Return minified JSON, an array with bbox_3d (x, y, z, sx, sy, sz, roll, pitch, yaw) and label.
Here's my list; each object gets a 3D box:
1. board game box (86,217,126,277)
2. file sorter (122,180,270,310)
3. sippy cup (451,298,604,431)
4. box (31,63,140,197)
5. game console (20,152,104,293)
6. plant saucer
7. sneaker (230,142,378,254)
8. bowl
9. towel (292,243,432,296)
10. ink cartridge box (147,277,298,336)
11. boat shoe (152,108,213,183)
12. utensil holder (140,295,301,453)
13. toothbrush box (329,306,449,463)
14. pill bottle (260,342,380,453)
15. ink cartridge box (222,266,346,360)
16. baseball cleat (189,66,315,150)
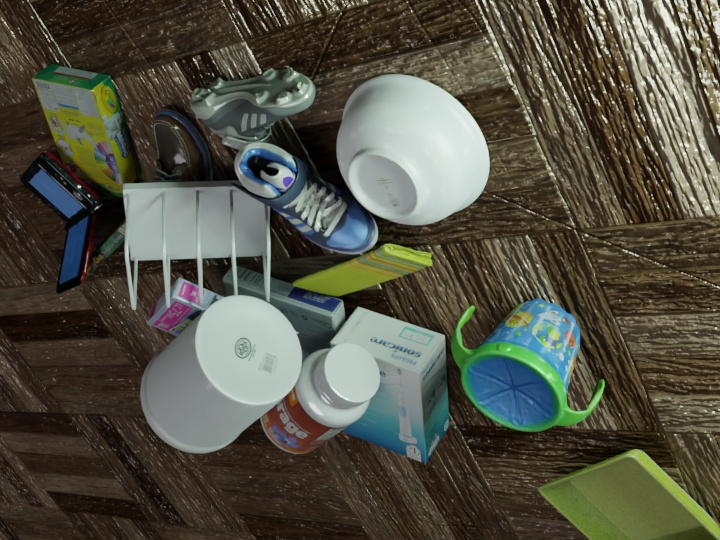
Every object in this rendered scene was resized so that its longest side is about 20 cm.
[{"bbox_3d":[-0.359,-0.062,1.640,0.023,0.105,0.200,41,141,-14],"label":"board game box"},{"bbox_3d":[-0.220,-0.030,1.482,0.199,0.125,0.139,-3,138,-8],"label":"file sorter"},{"bbox_3d":[0.213,0.110,1.362,0.139,0.130,0.178,-18,117,45],"label":"sippy cup"},{"bbox_3d":[-0.394,-0.198,1.580,0.117,0.048,0.200,15,134,25],"label":"box"},{"bbox_3d":[-0.476,-0.070,1.669,0.172,0.119,0.200,44,157,-16],"label":"game console"},{"bbox_3d":[0.385,0.331,1.516,0.200,0.048,0.200,43,141,-8],"label":"plant saucer"},{"bbox_3d":[-0.074,-0.090,1.367,0.200,0.081,0.146,36,-176,9],"label":"sneaker"},{"bbox_3d":[0.045,-0.125,1.289,0.201,0.090,0.202,21,138,20],"label":"bowl"},{"bbox_3d":[0.000,0.000,1.468,0.086,0.018,0.200,16,156,-38],"label":"towel"},{"bbox_3d":[-0.204,0.084,1.604,0.199,0.042,0.119,23,149,-19],"label":"ink cartridge box"},{"bbox_3d":[-0.250,-0.129,1.518,0.072,0.072,0.200,7,132,31],"label":"boat shoe"},{"bbox_3d":[-0.195,0.143,1.499,0.170,0.170,0.200,42,141,-6],"label":"utensil holder"},{"bbox_3d":[0.046,0.168,1.579,0.146,0.085,0.200,17,137,26],"label":"toothbrush box"},{"bbox_3d":[-0.055,0.177,1.512,0.112,0.112,0.200,41,142,-5],"label":"pill bottle"},{"bbox_3d":[-0.107,0.098,1.660,0.196,0.043,0.200,17,140,23],"label":"ink cartridge box"},{"bbox_3d":[-0.123,-0.202,1.371,0.199,0.070,0.107,7,146,38],"label":"baseball cleat"}]
